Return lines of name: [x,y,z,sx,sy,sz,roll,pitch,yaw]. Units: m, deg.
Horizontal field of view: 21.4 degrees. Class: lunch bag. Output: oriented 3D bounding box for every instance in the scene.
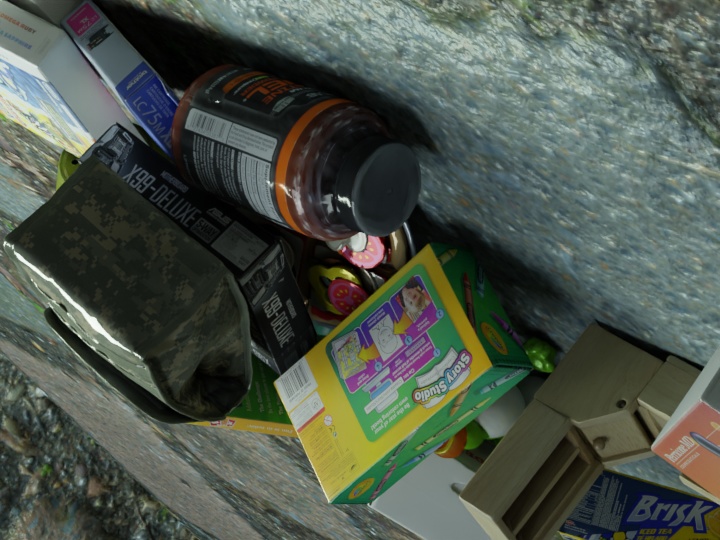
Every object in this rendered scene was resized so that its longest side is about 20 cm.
lunch bag: [-0.173,0.032,1.509,0.164,0.118,0.200,39,165,23]

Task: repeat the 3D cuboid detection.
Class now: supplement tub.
supplement tub: [-0.046,-0.086,1.441,0.199,0.107,0.107,22,158,42]

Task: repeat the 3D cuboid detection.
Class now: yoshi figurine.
yoshi figurine: [0.137,0.123,1.606,0.199,0.112,0.113,14,-135,-48]

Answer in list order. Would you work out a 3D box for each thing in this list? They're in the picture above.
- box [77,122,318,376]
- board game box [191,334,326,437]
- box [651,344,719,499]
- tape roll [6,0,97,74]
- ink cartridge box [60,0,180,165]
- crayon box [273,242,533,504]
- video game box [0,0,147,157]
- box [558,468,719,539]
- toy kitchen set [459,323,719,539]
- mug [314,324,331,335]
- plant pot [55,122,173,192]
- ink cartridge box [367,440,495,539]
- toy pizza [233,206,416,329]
box: [-0.133,-0.016,1.586,0.199,0.050,0.158,35,161,29]
board game box: [-0.070,0.095,1.634,0.198,0.096,0.030,10,143,-10]
box: [0.310,0.117,1.232,0.199,0.107,0.152,35,164,8]
tape roll: [-0.311,-0.243,1.704,0.202,0.037,0.203,34,164,11]
ink cartridge box: [-0.174,-0.141,1.586,0.120,0.042,0.200,52,175,-40]
crayon box: [0.031,0.085,1.530,0.058,0.200,0.119,8,-133,-50]
video game box: [-0.296,-0.175,1.705,0.182,0.047,0.200,31,166,31]
box: [0.266,0.217,1.564,0.198,0.065,0.070,16,171,13]
toy kitchen set: [0.226,0.185,1.462,0.199,0.181,0.163,29,164,41]
mug: [-0.059,0.070,1.760,0.114,0.185,0.153,26,139,24]
plant pot: [-0.221,-0.045,1.846,0.186,0.187,0.201,28,151,30]
ink cartridge box: [0.084,0.165,1.691,0.144,0.084,0.200,32,-161,-13]
toy pizza: [-0.042,-0.028,1.579,0.199,0.032,0.201,21,133,24]
